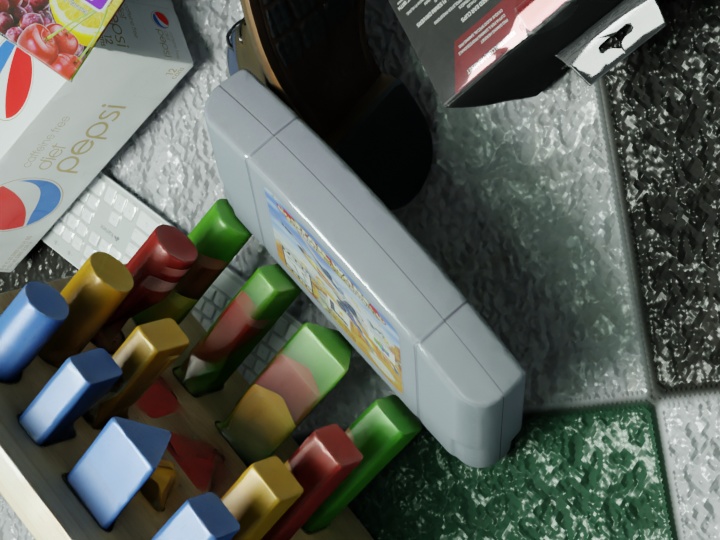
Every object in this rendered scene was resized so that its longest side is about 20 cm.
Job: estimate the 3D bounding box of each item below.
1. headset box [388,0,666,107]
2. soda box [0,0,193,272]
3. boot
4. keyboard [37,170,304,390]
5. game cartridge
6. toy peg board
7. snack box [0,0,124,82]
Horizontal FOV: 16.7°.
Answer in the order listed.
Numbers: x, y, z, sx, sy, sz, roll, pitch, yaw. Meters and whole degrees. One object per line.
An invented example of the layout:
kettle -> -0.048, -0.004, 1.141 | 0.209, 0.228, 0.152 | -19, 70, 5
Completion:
headset box -> 0.070, -0.181, 1.094 | 0.149, 0.077, 0.201 | -39, 73, 38
soda box -> -0.176, -0.080, 1.325 | 0.200, 0.068, 0.064 | -43, 55, 37
boot -> -0.043, -0.117, 1.167 | 0.097, 0.075, 0.201 | 18, 141, 47
keyboard -> -0.104, 0.005, 1.322 | 0.200, 0.011, 0.057 | 36, 119, 31
game cartridge -> 0.000, 0.000, 1.147 | 0.041, 0.133, 0.200 | -41, 74, -7
toy peg board -> -0.084, 0.061, 1.179 | 0.200, 0.199, 0.098 | 49, 118, 15
snack box -> -0.116, -0.204, 1.161 | 0.201, 0.067, 0.169 | -54, 20, 5
